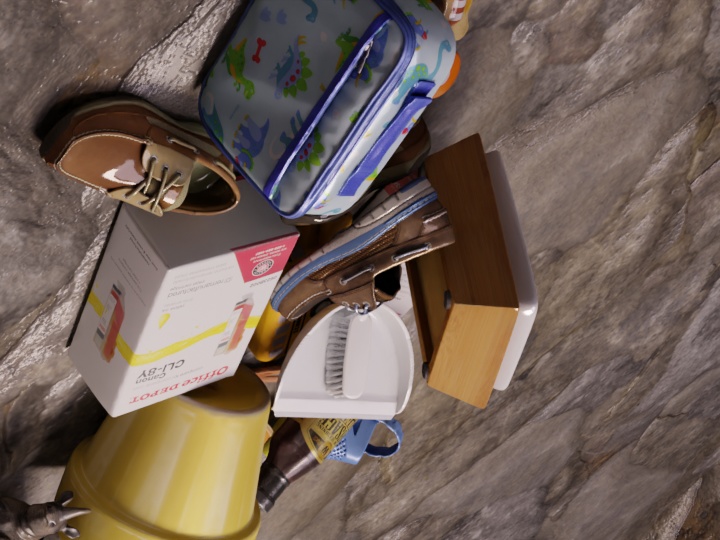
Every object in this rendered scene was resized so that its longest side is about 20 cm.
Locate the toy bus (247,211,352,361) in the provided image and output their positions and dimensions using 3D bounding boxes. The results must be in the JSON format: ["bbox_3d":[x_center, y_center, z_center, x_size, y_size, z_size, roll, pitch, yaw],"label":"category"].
[{"bbox_3d":[-0.065,-0.002,1.625,0.078,0.065,0.200,-23,151,-27],"label":"toy bus"}]

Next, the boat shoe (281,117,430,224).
[{"bbox_3d":[-0.006,-0.106,1.495,0.075,0.074,0.200,-6,-161,35],"label":"boat shoe"}]

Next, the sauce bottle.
[{"bbox_3d":[-0.055,0.180,1.892,0.200,0.066,0.066,-51,158,-13],"label":"sauce bottle"}]

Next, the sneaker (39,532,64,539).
[{"bbox_3d":[-0.353,0.308,1.692,0.115,0.075,0.200,-25,180,-27],"label":"sneaker"}]

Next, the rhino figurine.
[{"bbox_3d":[-0.338,0.241,1.595,0.199,0.060,0.087,-16,165,19],"label":"rhino figurine"}]

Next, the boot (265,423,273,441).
[{"bbox_3d":[-0.164,0.203,1.814,0.144,0.071,0.201,-45,165,-11],"label":"boot"}]

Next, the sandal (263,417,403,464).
[{"bbox_3d":[-0.023,0.188,1.978,0.199,0.087,0.080,-16,149,-36],"label":"sandal"}]

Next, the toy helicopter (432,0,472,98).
[{"bbox_3d":[0.081,-0.249,1.424,0.200,0.079,0.132,-43,148,-18],"label":"toy helicopter"}]

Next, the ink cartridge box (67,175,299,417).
[{"bbox_3d":[-0.158,0.023,1.515,0.145,0.084,0.200,-17,148,-39],"label":"ink cartridge box"}]

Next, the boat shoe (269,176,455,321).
[{"bbox_3d":[0.000,0.000,1.508,0.200,0.073,0.072,-37,174,35],"label":"boat shoe"}]

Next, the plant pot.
[{"bbox_3d":[-0.176,0.183,1.655,0.200,0.200,0.190,-3,122,-52],"label":"plant pot"}]

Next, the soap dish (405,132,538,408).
[{"bbox_3d":[0.094,0.001,1.562,0.081,0.201,0.158,-1,143,-11],"label":"soap dish"}]

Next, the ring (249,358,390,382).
[{"bbox_3d":[-0.044,0.098,1.761,0.199,0.019,0.200,-4,173,-1],"label":"ring"}]

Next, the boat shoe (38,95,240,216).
[{"bbox_3d":[-0.162,-0.083,1.343,0.076,0.074,0.200,-50,153,22],"label":"boat shoe"}]

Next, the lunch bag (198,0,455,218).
[{"bbox_3d":[-0.028,-0.149,1.313,0.082,0.161,0.200,-5,140,-51],"label":"lunch bag"}]

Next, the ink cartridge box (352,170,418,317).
[{"bbox_3d":[0.025,-0.009,1.733,0.200,0.068,0.116,-47,154,13],"label":"ink cartridge box"}]

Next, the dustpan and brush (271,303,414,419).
[{"bbox_3d":[-0.003,0.051,1.628,0.139,0.057,0.201,4,100,-24],"label":"dustpan and brush"}]
